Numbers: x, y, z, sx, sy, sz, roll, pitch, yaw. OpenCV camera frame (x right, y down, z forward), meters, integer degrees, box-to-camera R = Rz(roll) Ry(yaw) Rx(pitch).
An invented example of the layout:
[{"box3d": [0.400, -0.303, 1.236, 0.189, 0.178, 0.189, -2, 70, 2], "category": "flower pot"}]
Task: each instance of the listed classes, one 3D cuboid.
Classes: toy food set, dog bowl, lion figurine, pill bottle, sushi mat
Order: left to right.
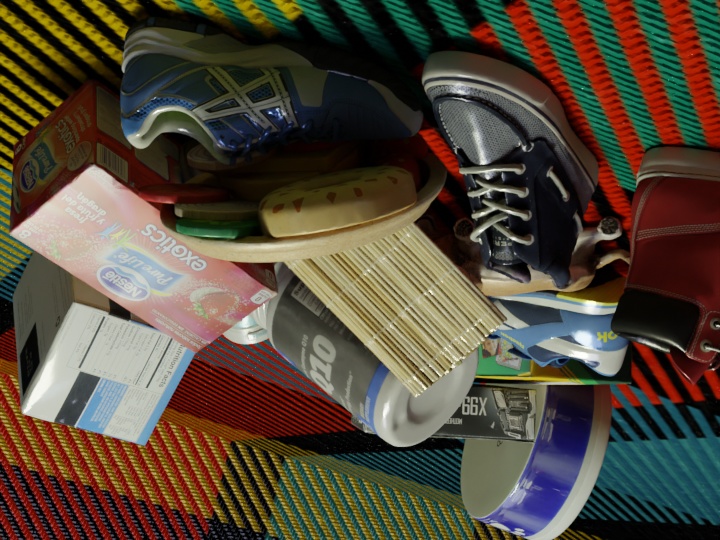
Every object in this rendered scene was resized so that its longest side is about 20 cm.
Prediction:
[{"box3d": [-0.042, -0.058, 0.914, 0.196, 0.049, 0.200, 0, -156, 22], "category": "toy food set"}, {"box3d": [-0.007, 0.047, 1.163, 0.199, 0.114, 0.114, 36, 180, 34], "category": "pill bottle"}, {"box3d": [0.009, -0.002, 1.035, 0.200, 0.096, 0.012, 45, -165, -7], "category": "sushi mat"}, {"box3d": [0.125, -0.005, 1.097, 0.197, 0.073, 0.123, 8, 172, 9], "category": "lion figurine"}, {"box3d": [0.183, 0.180, 1.483, 0.078, 0.202, 0.200, 19, 165, -14], "category": "dog bowl"}]

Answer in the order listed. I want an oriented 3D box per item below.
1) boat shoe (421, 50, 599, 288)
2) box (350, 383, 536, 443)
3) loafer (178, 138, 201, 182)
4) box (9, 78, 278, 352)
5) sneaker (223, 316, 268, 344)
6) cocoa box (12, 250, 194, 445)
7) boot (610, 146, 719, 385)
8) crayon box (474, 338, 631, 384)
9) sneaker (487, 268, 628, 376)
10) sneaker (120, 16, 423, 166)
[{"box3d": [0.093, -0.056, 0.876, 0.074, 0.094, 0.200, 4, 163, 35], "category": "boat shoe"}, {"box3d": [0.074, 0.132, 1.342, 0.155, 0.050, 0.200, 3, 176, -5], "category": "box"}, {"box3d": [-0.046, -0.062, 1.080, 0.198, 0.074, 0.071, 23, 129, -27], "category": "loafer"}, {"box3d": [-0.164, -0.038, 1.069, 0.095, 0.100, 0.200, -34, 132, 23], "category": "box"}, {"box3d": [-0.147, 0.000, 1.404, 0.073, 0.083, 0.199, -25, -148, -30], "category": "sneaker"}, {"box3d": [-0.250, 0.047, 1.353, 0.130, 0.134, 0.201, 20, -156, -26], "category": "cocoa box"}, {"box3d": [0.256, 0.005, 0.849, 0.198, 0.146, 0.072, 4, 162, 29], "category": "boot"}, {"box3d": [0.132, 0.079, 1.340, 0.198, 0.059, 0.171, -3, 174, 42], "category": "crayon box"}, {"box3d": [0.139, 0.040, 1.175, 0.199, 0.083, 0.074, 11, -149, 42], "category": "sneaker"}, {"box3d": [-0.059, -0.101, 0.885, 0.197, 0.078, 0.076, 9, 164, 8], "category": "sneaker"}]
